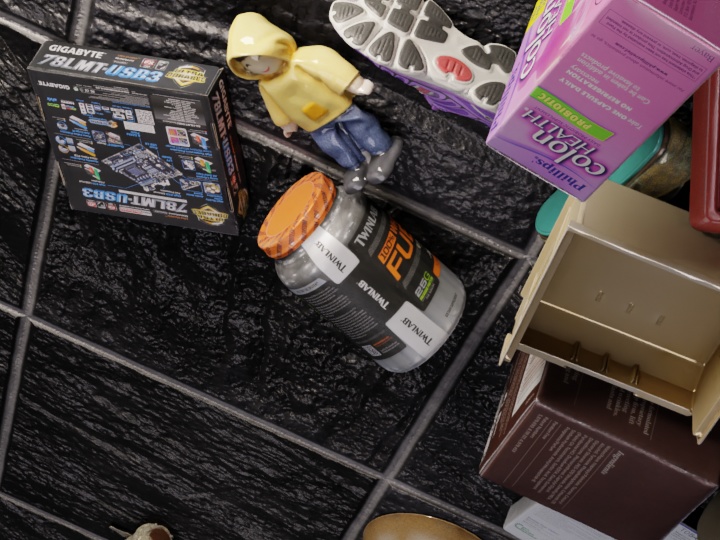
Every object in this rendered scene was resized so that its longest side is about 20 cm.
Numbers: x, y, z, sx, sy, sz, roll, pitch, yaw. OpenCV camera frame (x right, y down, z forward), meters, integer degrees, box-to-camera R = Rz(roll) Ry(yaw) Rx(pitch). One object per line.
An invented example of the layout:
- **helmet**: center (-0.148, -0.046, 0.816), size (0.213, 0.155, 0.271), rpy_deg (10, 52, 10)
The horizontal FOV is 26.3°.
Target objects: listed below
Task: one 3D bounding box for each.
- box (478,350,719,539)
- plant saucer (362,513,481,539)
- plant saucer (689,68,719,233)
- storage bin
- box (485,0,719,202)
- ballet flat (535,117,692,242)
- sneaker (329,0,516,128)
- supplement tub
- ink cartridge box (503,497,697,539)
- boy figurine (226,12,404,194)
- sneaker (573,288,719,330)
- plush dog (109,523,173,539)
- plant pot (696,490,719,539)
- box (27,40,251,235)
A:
- **box**: center (0.252, 0.148, 1.559), size (0.199, 0.167, 0.165), rpy_deg (25, 141, -2)
- **plant saucer**: center (0.093, 0.394, 2.039), size (0.199, 0.036, 0.201), rpy_deg (14, 141, 12)
- **plant saucer**: center (0.358, -0.111, 1.227), size (0.198, 0.037, 0.201), rpy_deg (8, 113, 26)
- **storage bin**: center (0.248, 0.038, 1.371), size (0.199, 0.094, 0.199), rpy_deg (21, 133, 0)
- **box**: center (0.201, -0.187, 1.181), size (0.096, 0.177, 0.200), rpy_deg (29, 143, -8)
- **ballet flat**: center (0.238, -0.069, 1.397), size (0.070, 0.071, 0.200), rpy_deg (33, 141, -13)
- **sneaker**: center (0.058, -0.176, 1.352), size (0.199, 0.081, 0.083), rpy_deg (31, 154, -4)
- **supplement tub**: center (0.000, 0.000, 1.549), size (0.200, 0.123, 0.122), rpy_deg (40, 139, -22)
- **ink cartridge box**: center (0.300, 0.303, 1.821), size (0.196, 0.043, 0.200), rpy_deg (32, 139, -9)
- **boy figurine**: center (-0.043, -0.162, 1.429), size (0.124, 0.065, 0.200), rpy_deg (-15, 132, 42)
- **sneaker**: center (0.306, 0.004, 1.444), size (0.198, 0.081, 0.116), rpy_deg (14, 137, 2)
- **plush dog**: center (-0.333, 0.483, 2.250), size (0.159, 0.173, 0.201), rpy_deg (-3, 136, 30)
- **plant pot**: center (0.439, 0.291, 1.643), size (0.134, 0.199, 0.201), rpy_deg (45, 154, 33)
- **box**: center (-0.221, -0.131, 1.566), size (0.198, 0.050, 0.199), rpy_deg (10, 141, 16)
